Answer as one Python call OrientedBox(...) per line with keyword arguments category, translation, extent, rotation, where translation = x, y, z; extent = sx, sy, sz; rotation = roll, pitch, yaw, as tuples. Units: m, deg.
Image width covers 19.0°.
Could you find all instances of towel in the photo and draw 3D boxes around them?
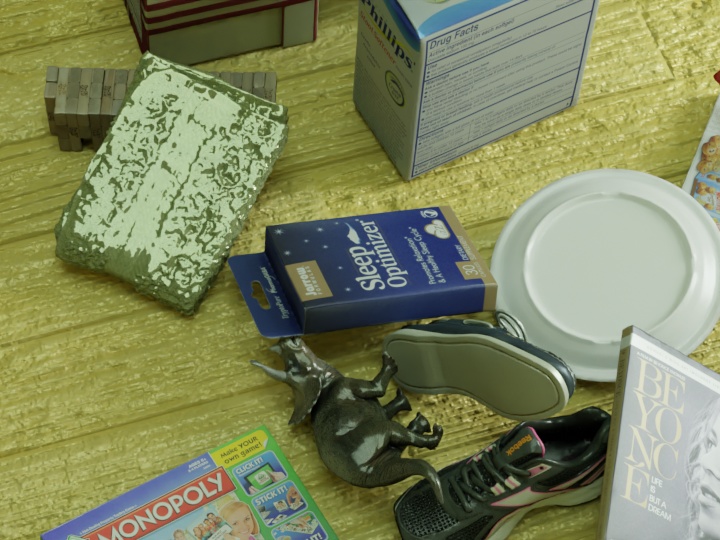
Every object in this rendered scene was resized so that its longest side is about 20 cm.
OrientedBox(category="towel", translation=(-0.157, -0.074, 1.809), extent=(0.148, 0.036, 0.201), rotation=(24, 78, 5))

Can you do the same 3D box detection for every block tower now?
OrientedBox(category="block tower", translation=(-0.173, -0.139, 1.876), extent=(0.199, 0.058, 0.054), rotation=(1, 56, 0))

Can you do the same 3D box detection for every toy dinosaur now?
OrientedBox(category="toy dinosaur", translation=(0.003, 0.130, 1.697), extent=(0.102, 0.077, 0.200), rotation=(-28, 57, -10))

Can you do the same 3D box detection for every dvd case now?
OrientedBox(category="dvd case", translation=(0.253, 0.158, 1.677), extent=(0.148, 0.016, 0.201), rotation=(29, 53, -23))

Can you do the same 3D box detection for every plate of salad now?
OrientedBox(category="plate of salad", translation=(0.209, 0.006, 1.802), extent=(0.199, 0.048, 0.201), rotation=(-4, 62, 7))

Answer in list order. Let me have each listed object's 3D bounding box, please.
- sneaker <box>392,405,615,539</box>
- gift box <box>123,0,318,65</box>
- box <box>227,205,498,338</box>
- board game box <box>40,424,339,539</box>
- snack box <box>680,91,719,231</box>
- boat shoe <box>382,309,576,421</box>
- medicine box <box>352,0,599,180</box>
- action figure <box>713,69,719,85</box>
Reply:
OrientedBox(category="sneaker", translation=(0.114, 0.155, 1.675), extent=(0.199, 0.086, 0.080), rotation=(-26, 59, -18))
OrientedBox(category="gift box", translation=(-0.121, -0.303, 1.907), extent=(0.186, 0.200, 0.185), rotation=(-14, 63, -13))
OrientedBox(category="box", translation=(0.000, 0.000, 1.769), extent=(0.199, 0.033, 0.121), rotation=(-8, 37, -16))
OrientedBox(category="board game box", translation=(-0.128, 0.217, 1.656), extent=(0.199, 0.029, 0.135), rotation=(-26, 62, -19))
OrientedBox(category="snack box", translation=(0.322, -0.080, 1.878), extent=(0.072, 0.024, 0.200), rotation=(21, 58, 9))
OrientedBox(category="boat shoe", translation=(0.102, 0.073, 1.698), extent=(0.062, 0.075, 0.200), rotation=(-28, 18, -34))
OrientedBox(category="medicine box", translation=(0.098, -0.201, 1.842), extent=(0.182, 0.200, 0.103), rotation=(-24, 61, -18))
OrientedBox(category="action figure", translation=(0.368, -0.089, 1.850), extent=(0.065, 0.052, 0.201), rotation=(-12, 77, -34))
